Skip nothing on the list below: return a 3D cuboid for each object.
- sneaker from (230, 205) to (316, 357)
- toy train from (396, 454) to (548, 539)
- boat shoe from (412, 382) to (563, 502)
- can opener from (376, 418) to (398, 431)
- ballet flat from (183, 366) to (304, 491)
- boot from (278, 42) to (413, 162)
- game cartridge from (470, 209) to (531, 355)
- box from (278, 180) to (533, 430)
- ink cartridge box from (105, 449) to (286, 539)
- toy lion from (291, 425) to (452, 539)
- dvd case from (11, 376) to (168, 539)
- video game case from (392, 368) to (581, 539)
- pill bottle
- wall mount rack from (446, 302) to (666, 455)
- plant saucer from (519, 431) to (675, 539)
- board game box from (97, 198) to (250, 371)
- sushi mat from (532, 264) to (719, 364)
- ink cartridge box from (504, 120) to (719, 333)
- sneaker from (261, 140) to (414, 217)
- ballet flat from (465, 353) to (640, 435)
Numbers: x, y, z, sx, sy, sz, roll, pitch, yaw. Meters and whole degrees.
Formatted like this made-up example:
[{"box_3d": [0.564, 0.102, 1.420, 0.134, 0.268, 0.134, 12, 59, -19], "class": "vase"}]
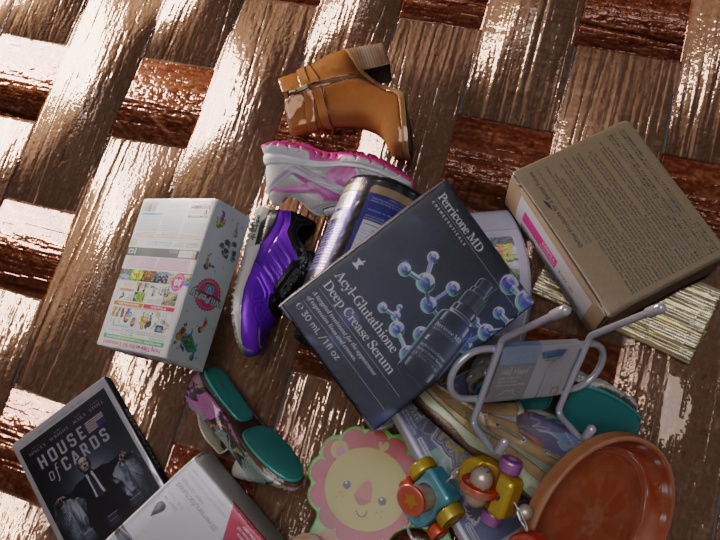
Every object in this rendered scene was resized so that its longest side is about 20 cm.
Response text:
[{"box_3d": [-0.098, 0.011, 0.925, 0.099, 0.070, 0.201, 6, 66, 5], "class": "sneaker"}, {"box_3d": [0.102, 0.255, 0.723, 0.199, 0.055, 0.151, -10, 79, 44], "class": "toy train"}, {"box_3d": [0.143, 0.167, 0.787, 0.200, 0.072, 0.076, 39, 86, -1], "class": "boat shoe"}, {"box_3d": [-0.005, 0.110, 0.906, 0.053, 0.067, 0.200, -34, 59, 0], "class": "can opener"}, {"box_3d": [-0.145, 0.203, 0.898, 0.200, 0.069, 0.071, 43, 110, 25], "class": "ballet flat"}, {"box_3d": [-0.019, -0.202, 0.975, 0.154, 0.074, 0.201, -17, 58, 0], "class": "boot"}, {"box_3d": [0.131, 0.008, 0.870, 0.132, 0.041, 0.201, -2, 49, 6], "class": "game cartridge"}, {"box_3d": [0.041, 0.033, 0.744, 0.200, 0.107, 0.149, -38, 93, -6], "class": "box"}, {"box_3d": [-0.208, 0.330, 0.848, 0.200, 0.083, 0.145, -43, 84, -4], "class": "ink cartridge box"}, {"box_3d": [0.020, 0.284, 0.848, 0.199, 0.069, 0.192, 28, 74, 16], "class": "toy lion"}, {"box_3d": [-0.331, 0.258, 0.934, 0.150, 0.025, 0.200, -36, 72, -1], "class": "dvd case"}, {"box_3d": [0.158, 0.204, 0.828, 0.181, 0.023, 0.201, -24, 71, -18], "class": "video game case"}, {"box_3d": [0.000, 0.000, 0.857, 0.111, 0.112, 0.201, 19, 74, 15], "class": "pill bottle"}, {"box_3d": [0.188, 0.089, 0.704, 0.075, 0.199, 0.175, 50, 132, 49], "class": "wall mount rack"}, {"box_3d": [0.240, 0.259, 0.764, 0.201, 0.200, 0.032, -52, 30, -6], "class": "plant saucer"}, {"box_3d": [-0.235, 0.013, 0.935, 0.147, 0.064, 0.201, 4, 73, 39], "class": "board game box"}, {"box_3d": [0.314, 0.026, 0.885, 0.199, 0.012, 0.096, 25, 80, 16], "class": "sushi mat"}, {"box_3d": [0.287, -0.051, 0.860, 0.164, 0.075, 0.201, -25, 68, -8], "class": "ink cartridge box"}, {"box_3d": [-0.032, -0.110, 0.956, 0.198, 0.081, 0.089, 9, 104, 3], "class": "sneaker"}, {"box_3d": [0.214, 0.128, 0.828, 0.199, 0.072, 0.072, 15, 77, -4], "class": "ballet flat"}]
